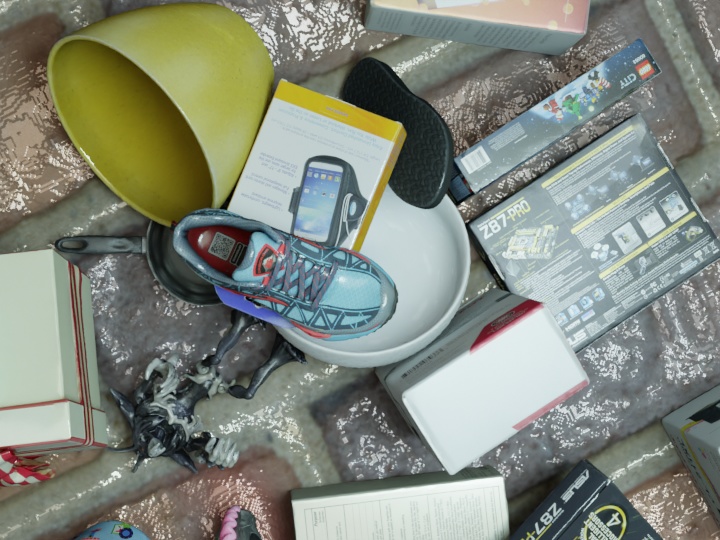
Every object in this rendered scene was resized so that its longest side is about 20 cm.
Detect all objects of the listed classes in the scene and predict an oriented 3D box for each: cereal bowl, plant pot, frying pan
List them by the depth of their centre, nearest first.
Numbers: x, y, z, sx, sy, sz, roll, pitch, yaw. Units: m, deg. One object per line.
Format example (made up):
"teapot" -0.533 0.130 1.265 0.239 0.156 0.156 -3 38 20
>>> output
"plant pot" -0.159 -0.158 1.179 0.200 0.200 0.142 46 58 -2
"cereal bowl" 0.000 0.000 1.209 0.198 0.083 0.202 0 67 0
"frying pan" -0.179 -0.010 1.238 0.189 0.031 0.116 -23 89 0

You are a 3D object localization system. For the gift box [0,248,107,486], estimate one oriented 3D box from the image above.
"gift box" -0.333 0.096 1.157 0.198 0.185 0.188 -9 80 4

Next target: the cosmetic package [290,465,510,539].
"cosmetic package" 0.037 0.247 1.227 0.198 0.073 0.105 -5 90 -3

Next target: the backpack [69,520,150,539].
"backpack" -0.237 0.332 1.156 0.182 0.134 0.201 -32 75 29

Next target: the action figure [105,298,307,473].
"action figure" -0.151 0.118 1.199 0.200 0.102 0.119 -44 102 3

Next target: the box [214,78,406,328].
"box" -0.051 -0.052 1.146 0.118 0.041 0.201 22 88 12

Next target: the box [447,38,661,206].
"box" 0.169 -0.132 1.209 0.199 0.137 0.038 -33 89 -3

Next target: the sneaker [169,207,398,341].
"sneaker" -0.068 0.004 1.071 0.198 0.095 0.080 17 89 12

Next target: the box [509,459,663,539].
"box" 0.211 0.293 1.203 0.161 0.049 0.200 -44 120 -3

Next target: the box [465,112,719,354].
"box" 0.222 -0.029 1.256 0.199 0.049 0.162 -34 93 -3

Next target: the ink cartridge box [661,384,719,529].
"ink cartridge box" 0.361 0.190 1.186 0.082 0.200 0.146 -29 91 -1

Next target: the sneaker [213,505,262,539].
"sneaker" -0.090 0.294 1.174 0.095 0.201 0.079 14 121 -17

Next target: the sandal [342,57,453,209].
"sandal" 0.045 -0.127 1.194 0.048 0.201 0.075 19 119 -37

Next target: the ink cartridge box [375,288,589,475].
"ink cartridge box" 0.101 0.092 1.172 0.145 0.200 0.084 -33 95 -3

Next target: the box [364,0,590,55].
"box" 0.112 -0.296 1.224 0.198 0.106 0.154 6 89 -3
